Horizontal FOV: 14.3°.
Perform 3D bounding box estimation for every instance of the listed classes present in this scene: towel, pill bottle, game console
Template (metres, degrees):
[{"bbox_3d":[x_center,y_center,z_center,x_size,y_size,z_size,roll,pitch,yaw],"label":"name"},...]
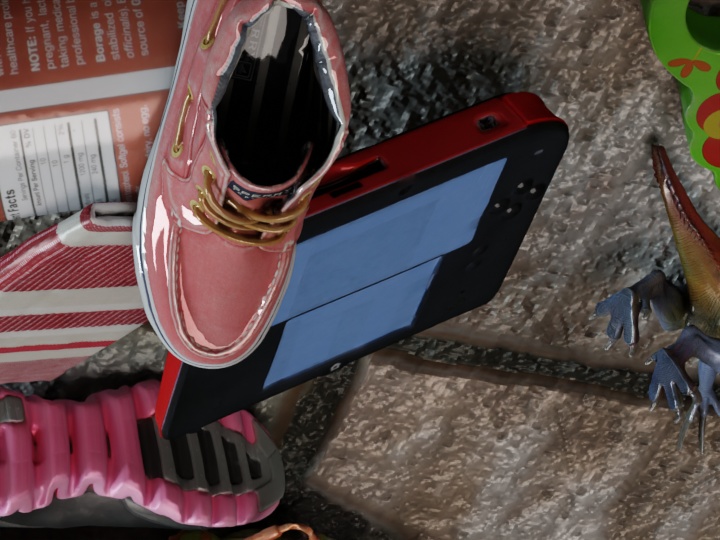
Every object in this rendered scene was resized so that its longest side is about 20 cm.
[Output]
[{"bbox_3d":[-0.139,0.010,1.336,0.200,0.023,0.144,-30,163,38],"label":"towel"},{"bbox_3d":[-0.135,-0.081,1.268,0.200,0.112,0.112,-8,134,-5],"label":"pill bottle"},{"bbox_3d":[0.000,0.000,1.357,0.200,0.031,0.177,-22,151,-25],"label":"game console"}]

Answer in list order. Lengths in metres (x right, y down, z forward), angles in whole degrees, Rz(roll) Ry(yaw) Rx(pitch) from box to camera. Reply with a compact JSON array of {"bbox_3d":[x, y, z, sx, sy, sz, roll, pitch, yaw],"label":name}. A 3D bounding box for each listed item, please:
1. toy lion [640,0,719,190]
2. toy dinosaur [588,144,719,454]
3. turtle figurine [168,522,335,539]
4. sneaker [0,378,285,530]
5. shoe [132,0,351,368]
[{"bbox_3d":[0.215,-0.108,1.362,0.200,0.069,0.192,18,134,-26],"label":"toy lion"},{"bbox_3d":[0.217,0.037,1.479,0.181,0.105,0.200,-7,124,-34],"label":"toy dinosaur"},{"bbox_3d":[-0.049,0.174,1.558,0.161,0.065,0.200,26,142,-30],"label":"turtle figurine"},{"bbox_3d":[-0.140,0.104,1.480,0.200,0.079,0.095,6,156,-20],"label":"sneaker"},{"bbox_3d":[-0.050,-0.037,1.187,0.071,0.091,0.200,6,113,-11],"label":"shoe"}]
